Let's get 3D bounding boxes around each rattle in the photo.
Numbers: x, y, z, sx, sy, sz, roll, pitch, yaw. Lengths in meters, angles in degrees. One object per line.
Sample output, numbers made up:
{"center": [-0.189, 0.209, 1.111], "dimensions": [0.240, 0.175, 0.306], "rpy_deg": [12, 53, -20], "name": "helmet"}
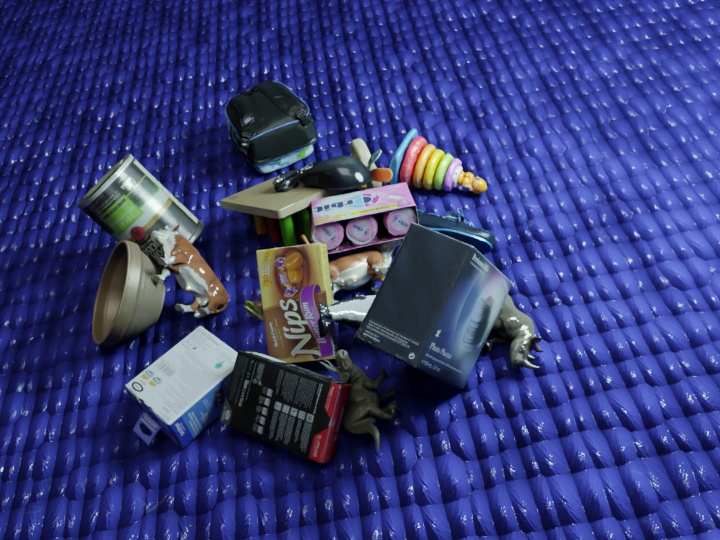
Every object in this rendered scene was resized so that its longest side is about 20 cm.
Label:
{"center": [-0.023, -0.196, 1.599], "dimensions": [0.143, 0.130, 0.200], "rpy_deg": [-5, 21, -8], "name": "rattle"}

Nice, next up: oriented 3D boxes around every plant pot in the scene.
{"center": [-0.427, 0.049, 1.466], "dimensions": [0.093, 0.201, 0.201], "rpy_deg": [15, 33, -30], "name": "plant pot"}

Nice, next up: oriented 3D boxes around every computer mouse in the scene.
{"center": [-0.069, -0.197, 1.543], "dimensions": [0.200, 0.053, 0.138], "rpy_deg": [7, 28, 38], "name": "computer mouse"}

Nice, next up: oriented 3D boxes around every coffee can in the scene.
{"center": [-0.435, -0.110, 1.552], "dimensions": [0.146, 0.200, 0.146], "rpy_deg": [-37, 22, 18], "name": "coffee can"}

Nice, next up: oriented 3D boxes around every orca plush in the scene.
{"center": [0.010, 0.093, 1.344], "dimensions": [0.200, 0.071, 0.105], "rpy_deg": [-13, 58, -37], "name": "orca plush"}

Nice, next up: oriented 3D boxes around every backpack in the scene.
{"center": [-0.212, -0.329, 1.793], "dimensions": [0.183, 0.147, 0.200], "rpy_deg": [-26, 48, -12], "name": "backpack"}

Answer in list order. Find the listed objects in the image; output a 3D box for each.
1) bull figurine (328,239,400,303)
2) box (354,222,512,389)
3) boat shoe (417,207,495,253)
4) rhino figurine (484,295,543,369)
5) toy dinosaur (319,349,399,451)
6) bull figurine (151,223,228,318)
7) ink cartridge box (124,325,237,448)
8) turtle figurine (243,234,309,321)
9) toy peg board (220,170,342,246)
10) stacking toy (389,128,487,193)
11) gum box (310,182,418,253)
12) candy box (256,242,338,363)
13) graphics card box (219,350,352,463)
{"center": [0.000, 0.000, 1.443], "dimensions": [0.200, 0.065, 0.121], "rpy_deg": [-25, 29, -13], "name": "bull figurine"}
{"center": [0.121, 0.060, 1.218], "dimensions": [0.123, 0.200, 0.199], "rpy_deg": [23, 86, 32], "name": "box"}
{"center": [0.167, -0.088, 1.494], "dimensions": [0.200, 0.084, 0.069], "rpy_deg": [17, 63, 26], "name": "boat shoe"}
{"center": [0.241, 0.094, 1.308], "dimensions": [0.087, 0.060, 0.200], "rpy_deg": [-27, 46, -9], "name": "rhino figurine"}
{"center": [0.006, 0.217, 1.244], "dimensions": [0.102, 0.077, 0.200], "rpy_deg": [-21, 47, 10], "name": "toy dinosaur"}
{"center": [-0.326, 0.003, 1.459], "dimensions": [0.065, 0.200, 0.121], "rpy_deg": [-38, 7, 29], "name": "bull figurine"}
{"center": [-0.298, 0.203, 1.317], "dimensions": [0.136, 0.076, 0.200], "rpy_deg": [29, 56, 36], "name": "ink cartridge box"}
{"center": [-0.148, 0.020, 1.457], "dimensions": [0.161, 0.064, 0.200], "rpy_deg": [-52, 13, -16], "name": "turtle figurine"}
{"center": [-0.142, -0.122, 1.596], "dimensions": [0.200, 0.098, 0.199], "rpy_deg": [-28, 28, -37], "name": "toy peg board"}
{"center": [0.169, -0.204, 1.616], "dimensions": [0.200, 0.116, 0.110], "rpy_deg": [21, 55, 17], "name": "stacking toy"}
{"center": [0.002, -0.098, 1.464], "dimensions": [0.200, 0.066, 0.114], "rpy_deg": [-11, 28, 0], "name": "gum box"}
{"center": [-0.108, 0.058, 1.346], "dimensions": [0.117, 0.200, 0.056], "rpy_deg": [-6, -1, 7], "name": "candy box"}
{"center": [-0.120, 0.212, 1.237], "dimensions": [0.200, 0.051, 0.126], "rpy_deg": [14, 90, 26], "name": "graphics card box"}
